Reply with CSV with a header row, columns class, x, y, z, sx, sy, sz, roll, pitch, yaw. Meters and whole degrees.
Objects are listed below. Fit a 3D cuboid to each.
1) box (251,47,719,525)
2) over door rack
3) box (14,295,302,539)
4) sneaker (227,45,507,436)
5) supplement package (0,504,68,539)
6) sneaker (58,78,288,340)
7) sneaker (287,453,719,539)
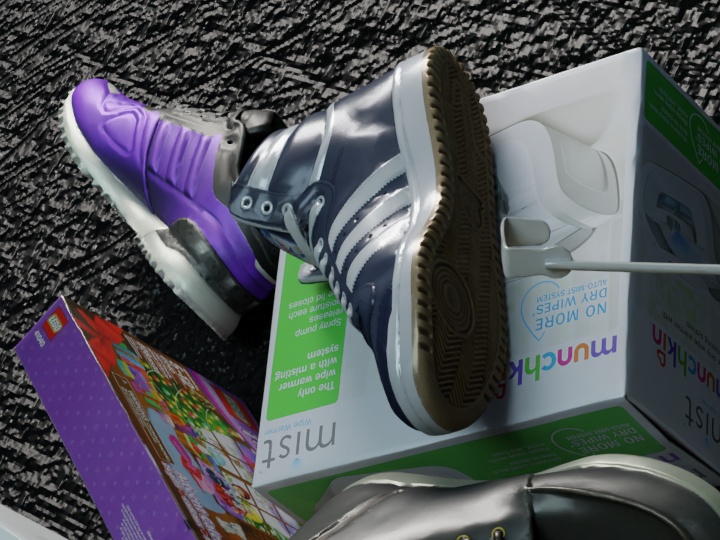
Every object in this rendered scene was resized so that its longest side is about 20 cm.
class,x,y,z,sx,sy,sz,roll,pitch,yaw
box,0.063,0.022,1.165,0.199,0.097,0.178,-15,53,34
over door rack,0.143,0.067,0.990,0.199,0.149,0.067,6,23,21
box,-0.072,0.107,1.201,0.039,0.137,0.200,-46,44,10
sneaker,0.000,0.000,1.109,0.108,0.070,0.201,-21,44,24
supplement package,-0.191,0.219,1.228,0.151,0.150,0.201,23,82,48
sneaker,-0.083,-0.054,1.369,0.099,0.070,0.200,-42,48,4
sneaker,0.045,0.125,0.983,0.199,0.106,0.075,-7,105,38
